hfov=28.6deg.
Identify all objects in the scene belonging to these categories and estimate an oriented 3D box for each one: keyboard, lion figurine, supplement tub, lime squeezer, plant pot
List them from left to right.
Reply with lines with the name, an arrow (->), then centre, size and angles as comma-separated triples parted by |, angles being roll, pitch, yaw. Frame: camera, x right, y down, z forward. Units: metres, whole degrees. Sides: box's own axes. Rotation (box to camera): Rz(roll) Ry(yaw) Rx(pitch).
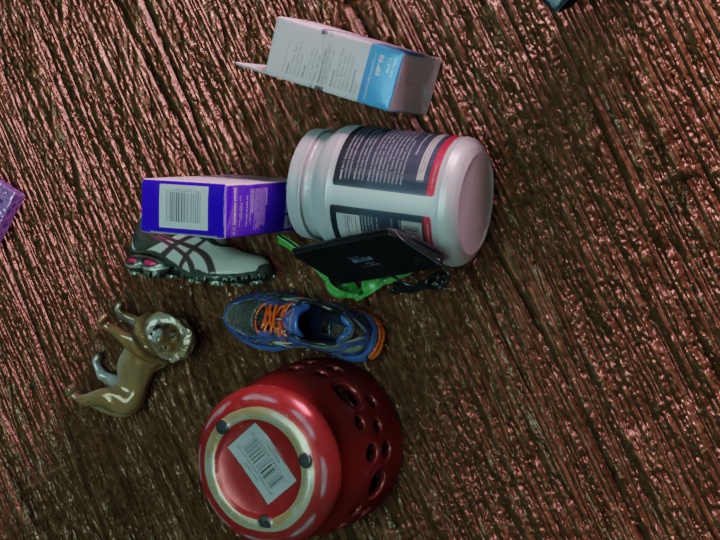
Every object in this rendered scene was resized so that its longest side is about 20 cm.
lion figurine -> -0.281, 0.121, 1.753 | 0.122, 0.072, 0.201 | 34, 121, 11
plant pot -> -0.076, 0.209, 1.597 | 0.199, 0.182, 0.202 | 3, 97, 26
lime squeezer -> 0.000, 0.000, 1.619 | 0.199, 0.038, 0.071 | 7, 101, 23
keyboard -> 0.023, -0.007, 1.522 | 0.199, 0.127, 0.021 | -8, 54, 55
supplement tub -> 0.034, -0.085, 1.541 | 0.199, 0.140, 0.142 | 9, 98, 24

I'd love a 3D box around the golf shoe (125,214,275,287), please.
golf shoe -> -0.193, -0.027, 1.690 | 0.199, 0.077, 0.089 | 8, 91, 24

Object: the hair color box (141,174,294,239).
hair color box -> -0.150, -0.074, 1.594 | 0.109, 0.200, 0.065 | 5, 98, 24

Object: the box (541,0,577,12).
box -> 0.199, -0.402, 1.431 | 0.200, 0.117, 0.197 | 43, 111, 3

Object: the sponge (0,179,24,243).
sponge -> -0.543, -0.101, 1.859 | 0.199, 0.030, 0.112 | 32, 96, 20

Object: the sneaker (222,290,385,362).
sneaker -> -0.072, 0.057, 1.630 | 0.199, 0.078, 0.076 | 4, 78, 22

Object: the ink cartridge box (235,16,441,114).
ink cartridge box -> -0.025, -0.233, 1.570 | 0.199, 0.116, 0.067 | 20, 102, 22
